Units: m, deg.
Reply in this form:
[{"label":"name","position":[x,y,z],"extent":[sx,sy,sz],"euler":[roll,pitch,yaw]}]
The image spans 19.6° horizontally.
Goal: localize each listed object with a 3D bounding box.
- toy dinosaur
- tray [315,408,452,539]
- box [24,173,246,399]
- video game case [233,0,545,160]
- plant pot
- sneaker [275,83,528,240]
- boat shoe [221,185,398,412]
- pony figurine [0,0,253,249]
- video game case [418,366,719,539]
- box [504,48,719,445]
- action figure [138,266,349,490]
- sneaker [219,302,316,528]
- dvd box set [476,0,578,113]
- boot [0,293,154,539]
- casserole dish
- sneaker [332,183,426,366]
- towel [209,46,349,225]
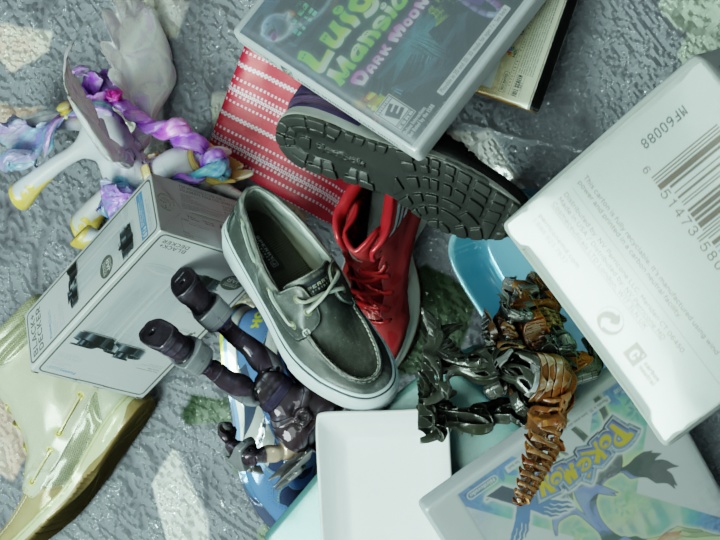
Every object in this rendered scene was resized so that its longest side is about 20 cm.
[{"label":"toy dinosaur","position":[0.109,0.076,1.491],"extent":[0.134,0.200,0.103],"euler":[2,115,-1]},{"label":"tray","position":[0.024,0.205,1.567],"extent":[0.106,0.022,0.202],"euler":[-3,91,19]},{"label":"box","position":[-0.176,0.017,1.706],"extent":[0.200,0.116,0.060],"euler":[-45,44,34]},{"label":"video game case","position":[0.033,-0.205,1.539],"extent":[0.181,0.023,0.201],"euler":[34,81,23]},{"label":"plant pot","position":[0.056,0.167,1.635],"extent":[0.141,0.141,0.201],"euler":[41,109,13]},{"label":"sneaker","position":[0.043,-0.099,1.558],"extent":[0.199,0.088,0.076],"euler":[25,144,3]},{"label":"boat shoe","position":[-0.042,0.021,1.585],"extent":[0.200,0.072,0.071],"euler":[48,155,19]},{"label":"pony figurine","position":[-0.203,-0.109,1.706],"extent":[0.199,0.167,0.194],"euler":[-19,115,32]},{"label":"video game case","position":[0.167,0.185,1.551],"extent":[0.199,0.022,0.183],"euler":[-34,113,-5]},{"label":"box","position":[0.251,-0.026,1.476],"extent":[0.200,0.171,0.200],"euler":[-41,82,28]},{"label":"action figure","position":[-0.078,0.086,1.641],"extent":[0.200,0.131,0.069],"euler":[42,164,-21]},{"label":"sneaker","position":[-0.058,0.124,1.715],"extent":[0.082,0.074,0.202],"euler":[-8,99,25]},{"label":"dvd box set","position":[0.066,-0.217,1.583],"extent":[0.199,0.029,0.148],"euler":[19,91,21]},{"label":"boot","position":[-0.289,0.137,1.831],"extent":[0.155,0.072,0.200],"euler":[43,110,11]},{"label":"casserole dish","position":[0.148,0.022,1.596],"extent":[0.201,0.039,0.121],"euler":[55,137,5]},{"label":"sneaker","position":[0.000,0.000,1.634],"extent":[0.078,0.115,0.202],"euler":[14,105,22]},{"label":"towel","position":[-0.037,-0.149,1.675],"extent":[0.144,0.022,0.201],"euler":[30,112,18]}]
